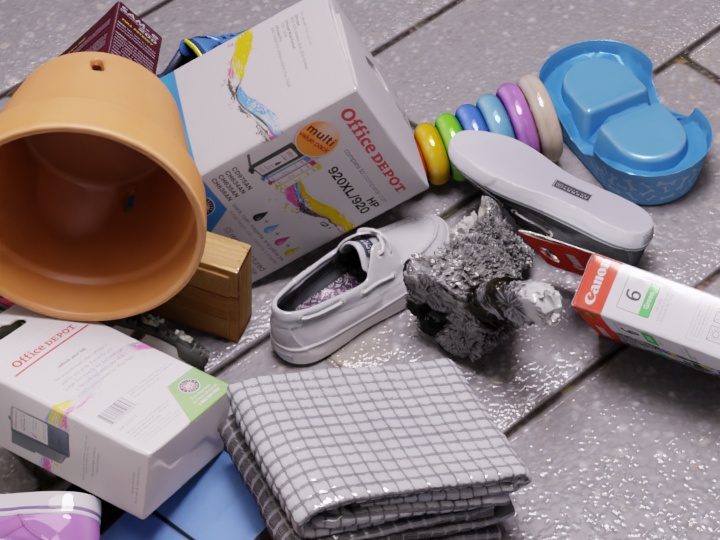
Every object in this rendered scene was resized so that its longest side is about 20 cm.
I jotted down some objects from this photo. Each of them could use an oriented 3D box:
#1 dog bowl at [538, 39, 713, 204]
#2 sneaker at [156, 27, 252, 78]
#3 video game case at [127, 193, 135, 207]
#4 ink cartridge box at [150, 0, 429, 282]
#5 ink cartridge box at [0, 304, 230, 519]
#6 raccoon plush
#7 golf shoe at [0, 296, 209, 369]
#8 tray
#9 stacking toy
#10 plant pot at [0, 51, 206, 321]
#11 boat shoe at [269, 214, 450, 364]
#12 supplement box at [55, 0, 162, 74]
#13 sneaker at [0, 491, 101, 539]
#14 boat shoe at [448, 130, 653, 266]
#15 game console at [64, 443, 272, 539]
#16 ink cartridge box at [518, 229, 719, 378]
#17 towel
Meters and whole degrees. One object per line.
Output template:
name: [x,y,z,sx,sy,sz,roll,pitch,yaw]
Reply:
dog bowl: [0.244,-0.135,1.696,0.111,0.050,0.200,-22,48,-15]
sneaker: [-0.132,-0.199,1.755,0.066,0.079,0.200,19,40,26]
video game case: [-0.317,-0.021,1.668,0.199,0.023,0.183,14,50,18]
ink cartridge box: [-0.068,-0.114,1.600,0.199,0.147,0.145,-28,46,11]
ink cartridge box: [-0.216,0.103,1.440,0.199,0.068,0.117,24,35,21]
raccoon plush: [0.131,0.005,1.525,0.200,0.097,0.134,11,45,47]
golf shoe: [-0.228,0.067,1.551,0.199,0.077,0.089,14,90,-1]
tray: [-0.192,-0.008,1.568,0.199,0.099,0.037,18,53,11]
stacking toy: [0.081,-0.110,1.680,0.199,0.086,0.086,-20,47,-3]
plant pot: [-0.216,-0.078,1.452,0.199,0.201,0.140,-2,42,4]
boat shoe: [0.000,0.000,1.580,0.200,0.069,0.072,-31,51,-21]
supplement box: [-0.245,-0.147,1.665,0.109,0.061,0.200,-36,31,27]
sneaker: [-0.297,0.233,1.394,0.200,0.073,0.115,-7,65,17]
boat shoe: [0.160,-0.057,1.604,0.199,0.057,0.069,29,39,18]
game console: [-0.141,0.203,1.431,0.200,0.031,0.177,30,56,30]
ink cartridge box: [0.222,0.031,1.495,0.199,0.109,0.051,20,83,24]
towel: [0.009,0.148,1.408,0.199,0.086,0.166,-6,35,-24]
